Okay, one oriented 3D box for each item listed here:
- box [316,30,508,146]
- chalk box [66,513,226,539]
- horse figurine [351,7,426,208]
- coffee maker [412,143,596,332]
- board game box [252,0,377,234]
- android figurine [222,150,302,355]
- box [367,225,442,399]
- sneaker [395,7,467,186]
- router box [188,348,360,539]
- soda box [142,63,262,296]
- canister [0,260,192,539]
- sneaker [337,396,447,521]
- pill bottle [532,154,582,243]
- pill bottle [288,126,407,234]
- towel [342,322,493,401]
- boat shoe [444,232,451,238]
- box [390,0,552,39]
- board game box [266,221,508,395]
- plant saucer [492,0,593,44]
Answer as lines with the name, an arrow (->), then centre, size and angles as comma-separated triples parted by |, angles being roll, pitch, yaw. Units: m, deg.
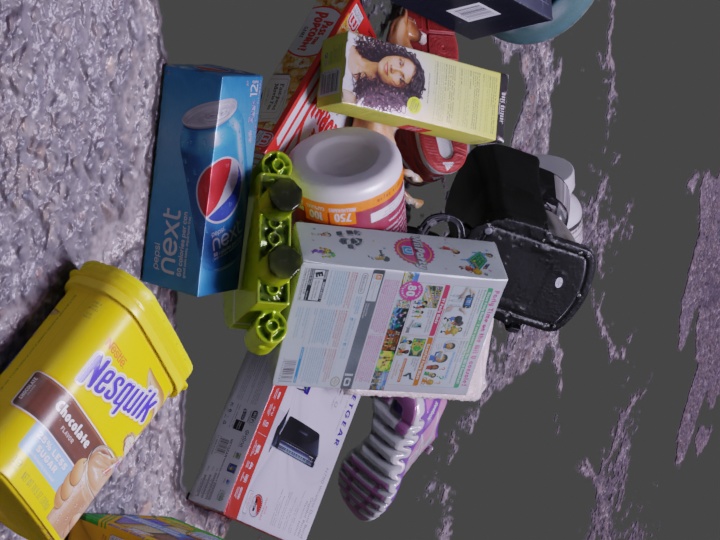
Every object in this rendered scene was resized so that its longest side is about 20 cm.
box -> 0.054, -0.177, 1.512 | 0.199, 0.050, 0.076 | 9, 82, -34
chalk box -> -0.180, 0.306, 1.435 | 0.200, 0.123, 0.125 | 19, 87, -60
horse figurine -> 0.041, -0.152, 1.564 | 0.132, 0.050, 0.200 | 42, 73, -29
coffee maker -> 0.148, -0.052, 1.626 | 0.192, 0.135, 0.200 | 40, 19, -20
board game box -> -0.041, -0.155, 1.543 | 0.201, 0.046, 0.152 | -62, 147, -22
android figurine -> -0.093, -0.014, 1.418 | 0.200, 0.041, 0.183 | 137, -45, -67
box -> 0.069, 0.068, 1.819 | 0.158, 0.051, 0.201 | 37, 71, -56
sneaker -> 0.054, -0.188, 1.680 | 0.078, 0.115, 0.201 | 4, 74, -26
router box -> -0.083, 0.176, 1.615 | 0.179, 0.049, 0.201 | 39, 69, -58
soda box -> -0.143, -0.083, 1.382 | 0.064, 0.068, 0.201 | -13, 114, -57
canister -> -0.243, 0.115, 1.286 | 0.200, 0.086, 0.149 | -55, 144, -28
sneaker -> 0.043, 0.203, 1.760 | 0.088, 0.080, 0.201 | -12, 134, -48
pill bottle -> 0.232, -0.041, 1.984 | 0.116, 0.116, 0.201 | -41, 135, -44
pill bottle -> -0.009, -0.030, 1.495 | 0.113, 0.113, 0.201 | -47, 143, -39
towel -> 0.067, 0.075, 1.658 | 0.199, 0.034, 0.133 | 5, 93, -39
boat shoe -> 0.078, -0.001, 1.734 | 0.200, 0.063, 0.073 | -32, 165, -30
box -> 0.111, -0.359, 1.598 | 0.200, 0.104, 0.183 | 8, 76, -60
board game box -> 0.022, 0.039, 1.443 | 0.064, 0.199, 0.148 | -105, -154, -51
plant saucer -> 0.186, -0.352, 1.690 | 0.027, 0.199, 0.201 | 4, 100, -50
